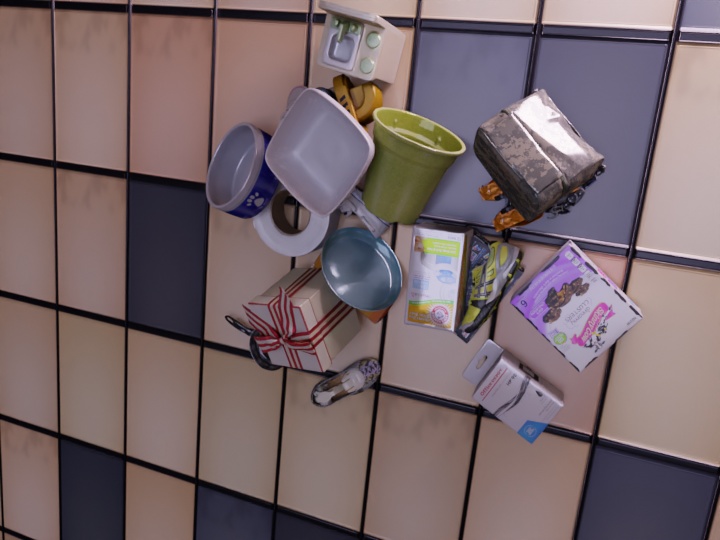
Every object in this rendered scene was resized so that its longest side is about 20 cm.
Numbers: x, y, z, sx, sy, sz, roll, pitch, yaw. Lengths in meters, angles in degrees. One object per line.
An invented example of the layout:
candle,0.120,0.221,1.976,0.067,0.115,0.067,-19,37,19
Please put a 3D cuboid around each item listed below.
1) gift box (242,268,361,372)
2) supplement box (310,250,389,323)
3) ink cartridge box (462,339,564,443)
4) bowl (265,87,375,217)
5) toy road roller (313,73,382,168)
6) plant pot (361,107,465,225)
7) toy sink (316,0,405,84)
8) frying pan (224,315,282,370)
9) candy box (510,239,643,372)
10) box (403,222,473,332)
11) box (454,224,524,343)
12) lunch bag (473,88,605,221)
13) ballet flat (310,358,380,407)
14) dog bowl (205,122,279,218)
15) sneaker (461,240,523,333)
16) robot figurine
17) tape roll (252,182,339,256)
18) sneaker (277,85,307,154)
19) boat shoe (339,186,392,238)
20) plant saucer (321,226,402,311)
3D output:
gift box,-0.135,0.097,1.319,0.182,0.187,0.203,-5,117,40
supplement box,-0.015,0.029,1.369,0.199,0.069,0.067,40,110,7
ink cartridge box,0.321,0.257,1.289,0.199,0.067,0.117,36,111,10
bowl,-0.072,-0.234,1.195,0.200,0.074,0.200,46,118,11
toy road roller,-0.014,-0.314,1.274,0.143,0.123,0.204,-17,94,15
plant pot,0.089,-0.204,1.233,0.198,0.200,0.187,29,119,12
toy sink,-0.005,-0.448,1.202,0.128,0.200,0.114,20,106,14
frying pan,-0.259,0.184,1.504,0.186,0.031,0.118,12,104,21
candy box,0.433,0.071,1.210,0.200,0.071,0.168,45,111,7
box,0.161,0.012,1.232,0.110,0.101,0.205,9,102,20
box,0.229,0.029,1.290,0.158,0.046,0.202,38,110,10
lunch bag,0.328,-0.215,1.102,0.167,0.139,0.201,-36,76,0
ballet flat,-0.040,0.274,1.423,0.198,0.072,0.073,-30,89,22
dog bowl,-0.262,-0.223,1.349,0.198,0.078,0.204,-21,61,41
sneaker,0.255,0.033,1.224,0.076,0.075,0.203,31,98,18
robot figurine,0.346,-0.165,1.205,0.197,0.058,0.147,-24,92,23
tape roll,-0.149,-0.137,1.383,0.198,0.071,0.207,4,102,19
sneaker,-0.135,-0.322,1.309,0.080,0.088,0.204,-7,70,14
boat shoe,-0.019,-0.151,1.334,0.199,0.071,0.070,42,101,1
plant saucer,0.000,0.000,1.303,0.201,0.199,0.027,50,141,4
